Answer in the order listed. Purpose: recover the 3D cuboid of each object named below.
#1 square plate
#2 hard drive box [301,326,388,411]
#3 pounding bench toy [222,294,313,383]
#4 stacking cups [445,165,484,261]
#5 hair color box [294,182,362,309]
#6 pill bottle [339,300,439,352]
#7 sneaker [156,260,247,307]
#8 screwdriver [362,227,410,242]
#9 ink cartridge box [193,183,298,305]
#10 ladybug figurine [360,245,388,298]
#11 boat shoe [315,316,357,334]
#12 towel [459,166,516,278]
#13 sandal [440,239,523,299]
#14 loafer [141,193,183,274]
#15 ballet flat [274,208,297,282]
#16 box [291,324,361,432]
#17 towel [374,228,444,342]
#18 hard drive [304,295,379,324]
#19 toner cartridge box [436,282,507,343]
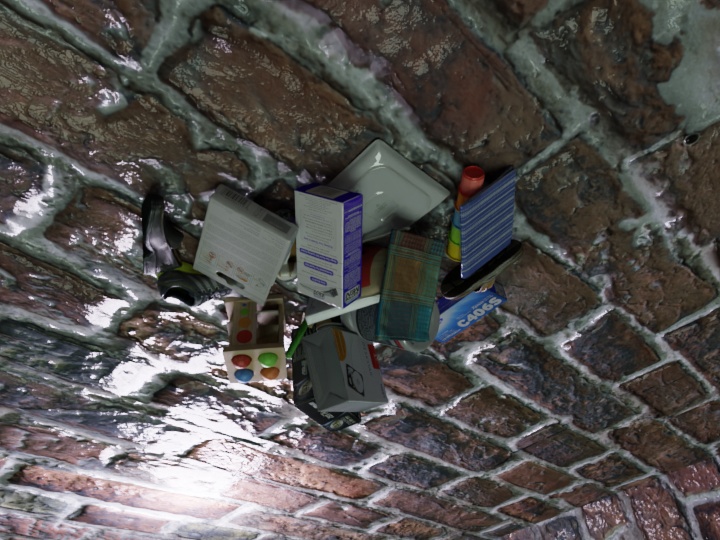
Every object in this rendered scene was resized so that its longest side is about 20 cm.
[{"bbox_3d":[0.033,-0.124,1.094,0.197,0.029,0.200,28,127,-35],"label":"square plate"},{"bbox_3d":[-0.030,0.216,1.267,0.076,0.157,0.200,-22,160,20],"label":"hard drive box"},{"bbox_3d":[-0.187,0.151,1.275,0.198,0.157,0.125,-4,139,-6],"label":"pounding bench toy"},{"bbox_3d":[0.196,-0.106,1.123,0.060,0.061,0.201,-6,137,-2],"label":"stacking cups"},{"bbox_3d":[-0.056,-0.045,1.053,0.109,0.065,0.202,19,119,31],"label":"hair color box"},{"bbox_3d":[0.053,0.094,1.223,0.199,0.120,0.119,6,157,47],"label":"pill bottle"},{"bbox_3d":[-0.309,0.038,1.181,0.198,0.081,0.074,6,138,-17],"label":"sneaker"},{"bbox_3d":[0.008,-0.060,1.124,0.199,0.028,0.029,-19,114,36],"label":"screwdriver"},{"bbox_3d":[-0.214,-0.041,1.088,0.160,0.050,0.200,29,137,-1],"label":"ink cartridge box"},{"bbox_3d":[0.000,0.000,1.156,0.199,0.136,0.072,-7,115,35],"label":"ladybug figurine"},{"bbox_3d":[-0.031,0.125,1.346,0.074,0.063,0.199,-27,152,28],"label":"boat shoe"},{"bbox_3d":[0.238,-0.087,1.126,0.144,0.024,0.201,-36,142,-20],"label":"towel"},{"bbox_3d":[0.259,0.007,1.248,0.199,0.082,0.055,-35,125,18],"label":"sandal"},{"bbox_3d":[-0.356,-0.066,1.070,0.072,0.073,0.200,-2,149,-20],"label":"loafer"},{"bbox_3d":[-0.149,-0.026,1.145,0.071,0.072,0.201,-3,139,-7],"label":"ballet flat"},{"bbox_3d":[-0.080,0.242,1.363,0.086,0.201,0.164,-23,138,17],"label":"box"},{"bbox_3d":[0.093,0.033,1.096,0.146,0.202,0.022,9,-178,-43],"label":"towel"},{"bbox_3d":[-0.010,0.042,1.204,0.198,0.132,0.027,-19,111,11],"label":"hard drive"},{"bbox_3d":[0.228,0.089,1.361,0.095,0.043,0.200,26,129,-32],"label":"toner cartridge box"}]
